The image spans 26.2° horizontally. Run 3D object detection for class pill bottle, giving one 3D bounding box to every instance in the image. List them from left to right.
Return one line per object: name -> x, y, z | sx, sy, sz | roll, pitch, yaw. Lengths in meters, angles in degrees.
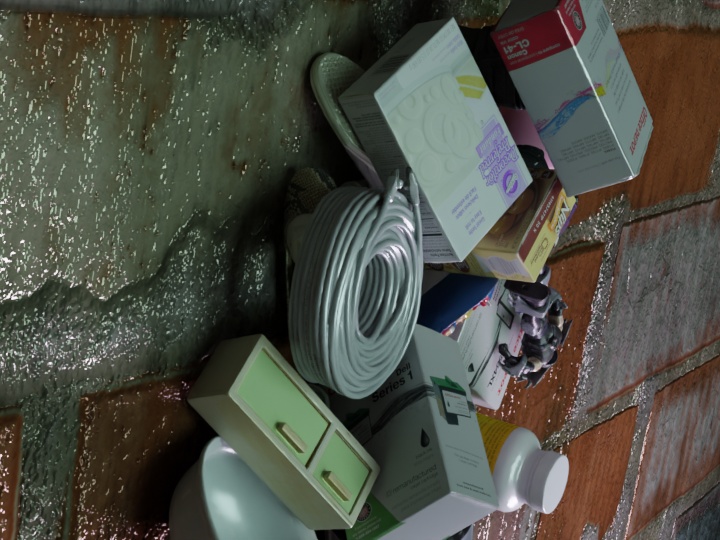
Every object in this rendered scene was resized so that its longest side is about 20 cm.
pill bottle -> 0.150, 0.231, 1.890 | 0.104, 0.198, 0.105 | -36, 134, -49

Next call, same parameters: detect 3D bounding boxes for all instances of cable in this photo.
cable -> -0.004, 0.019, 1.491 | 0.201, 0.069, 0.202 | -54, 146, -40

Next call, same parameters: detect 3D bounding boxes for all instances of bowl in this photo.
bowl -> -0.123, 0.267, 1.475 | 0.202, 0.090, 0.202 | 51, 19, -25

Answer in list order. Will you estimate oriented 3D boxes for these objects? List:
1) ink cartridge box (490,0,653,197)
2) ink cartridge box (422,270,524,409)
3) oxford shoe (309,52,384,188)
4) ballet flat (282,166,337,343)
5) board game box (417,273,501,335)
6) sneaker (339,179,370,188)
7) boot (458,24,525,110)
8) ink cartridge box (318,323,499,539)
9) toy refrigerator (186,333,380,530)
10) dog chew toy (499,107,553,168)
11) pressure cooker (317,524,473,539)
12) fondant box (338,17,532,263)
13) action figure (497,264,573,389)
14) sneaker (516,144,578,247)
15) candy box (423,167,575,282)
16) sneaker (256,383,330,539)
ink cartridge box -> 0.226, -0.201, 1.624 | 0.202, 0.085, 0.148 | 64, 29, -19
ink cartridge box -> 0.130, 0.068, 1.894 | 0.200, 0.083, 0.148 | 42, 66, -59
oxford shoe -> 0.005, -0.137, 1.566 | 0.200, 0.057, 0.076 | 48, 61, -33
ballet flat -> -0.048, 0.001, 1.537 | 0.076, 0.067, 0.202 | -74, 168, -61
board game box -> 0.100, 0.053, 1.722 | 0.199, 0.039, 0.158 | -40, -166, 11
sneaker -> 0.000, 0.000, 1.640 | 0.115, 0.073, 0.203 | -11, 103, -58
boot -> 0.117, -0.175, 1.658 | 0.070, 0.130, 0.203 | 19, 74, -64
ink cartridge box -> 0.045, 0.177, 1.585 | 0.084, 0.146, 0.202 | 24, 42, -42
toy refrigerator -> -0.069, 0.158, 1.491 | 0.200, 0.069, 0.076 | 51, 50, -26
dog chew toy -> 0.181, -0.119, 1.866 | 0.201, 0.124, 0.125 | -57, 149, -14
pressure cooker -> 0.042, 0.328, 1.756 | 0.174, 0.179, 0.202 | -11, 126, -14
fondant box -> 0.079, -0.131, 1.558 | 0.144, 0.058, 0.201 | -46, 120, -33
action figure -> 0.211, 0.058, 1.885 | 0.201, 0.069, 0.131 | 74, 32, -50
sneaker -> 0.163, -0.117, 1.781 | 0.199, 0.076, 0.088 | 38, 75, -13
candy box -> 0.122, -0.056, 1.685 | 0.116, 0.198, 0.055 | -59, 136, -26
sneaker -> -0.075, 0.218, 1.620 | 0.106, 0.074, 0.202 | 37, 73, -72
